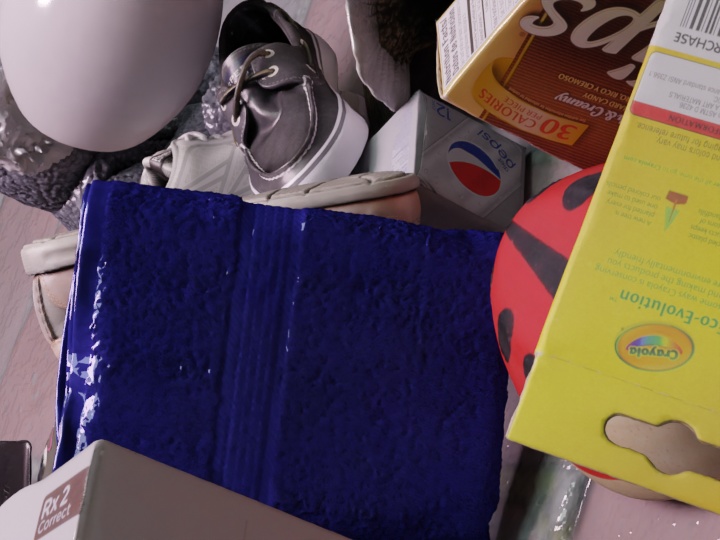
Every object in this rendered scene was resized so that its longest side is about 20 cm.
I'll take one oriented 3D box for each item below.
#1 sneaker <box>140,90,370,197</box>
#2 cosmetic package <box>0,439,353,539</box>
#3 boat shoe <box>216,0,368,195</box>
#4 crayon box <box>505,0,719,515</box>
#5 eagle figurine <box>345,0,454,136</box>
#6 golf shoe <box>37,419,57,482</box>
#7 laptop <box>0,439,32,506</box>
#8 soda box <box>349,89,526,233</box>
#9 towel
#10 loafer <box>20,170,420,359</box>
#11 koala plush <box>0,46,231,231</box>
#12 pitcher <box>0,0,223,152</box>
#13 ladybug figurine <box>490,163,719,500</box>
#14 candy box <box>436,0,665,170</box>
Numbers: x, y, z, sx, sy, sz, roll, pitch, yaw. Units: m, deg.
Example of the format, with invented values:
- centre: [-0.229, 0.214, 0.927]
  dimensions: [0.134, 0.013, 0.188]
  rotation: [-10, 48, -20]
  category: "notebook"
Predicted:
- centre: [-0.068, -0.049, 1.362]
  dimensions: [0.200, 0.081, 0.075]
  rotation: [-42, -3, -36]
  category: "sneaker"
- centre: [-0.078, 0.201, 1.062]
  dimensions: [0.165, 0.199, 0.166]
  rotation: [-37, 37, 48]
  category: "cosmetic package"
- centre: [-0.044, -0.091, 1.284]
  dimensions: [0.070, 0.066, 0.200]
  rotation: [-42, 22, 17]
  category: "boat shoe"
- centre: [0.146, -0.009, 0.900]
  dimensions: [0.126, 0.051, 0.201]
  rotation: [19, 82, 26]
  category: "crayon box"
- centre: [0.023, -0.148, 1.291]
  dimensions: [0.200, 0.150, 0.153]
  rotation: [7, 82, 55]
  category: "eagle figurine"
- centre: [-0.130, 0.089, 1.276]
  dimensions: [0.088, 0.077, 0.200]
  rotation: [-50, -4, -4]
  category: "golf shoe"
- centre: [-0.180, 0.186, 1.334]
  dimensions: [0.115, 0.200, 0.189]
  rotation: [-1, 85, 21]
  category: "laptop"
- centre: [0.000, 0.000, 1.259]
  dimensions: [0.200, 0.068, 0.064]
  rotation: [-43, 30, 41]
  category: "soda box"
- centre: [-0.033, 0.044, 1.104]
  dimensions: [0.050, 0.199, 0.149]
  rotation: [111, 165, -84]
  category: "towel"
- centre: [-0.062, -0.002, 1.177]
  dimensions: [0.072, 0.199, 0.063]
  rotation: [-23, -78, -72]
  category: "loafer"
- centre: [-0.164, -0.073, 1.511]
  dimensions: [0.185, 0.199, 0.177]
  rotation: [-64, 24, 4]
  category: "koala plush"
- centre: [-0.136, -0.183, 1.364]
  dimensions: [0.172, 0.121, 0.201]
  rotation: [61, 142, 41]
  category: "pitcher"
- centre: [0.107, 0.015, 1.014]
  dimensions: [0.136, 0.072, 0.200]
  rotation: [-63, 23, 6]
  category: "ladybug figurine"
- centre: [0.134, -0.128, 1.040]
  dimensions: [0.200, 0.116, 0.057]
  rotation: [-48, 28, 36]
  category: "candy box"
